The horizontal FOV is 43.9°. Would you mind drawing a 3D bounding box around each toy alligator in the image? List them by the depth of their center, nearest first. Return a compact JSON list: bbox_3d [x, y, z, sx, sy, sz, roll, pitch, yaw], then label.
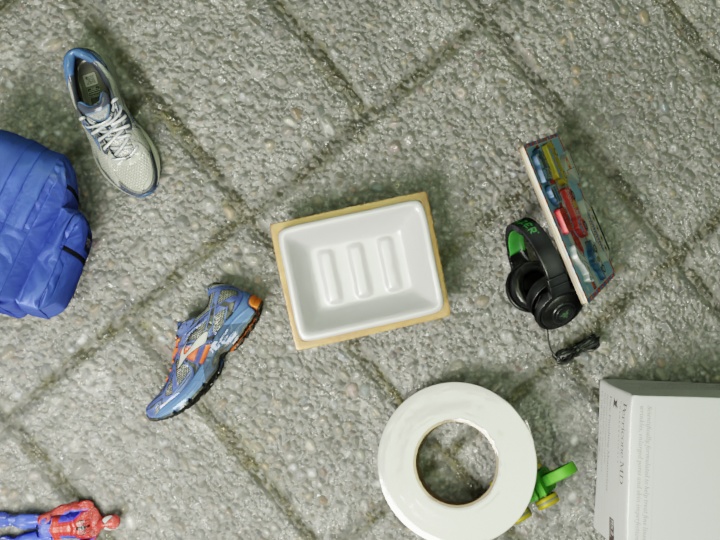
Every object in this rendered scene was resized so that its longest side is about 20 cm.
[{"bbox_3d":[0.186,0.295,1.144,0.199,0.054,0.060,-30,76,7],"label":"toy alligator"}]

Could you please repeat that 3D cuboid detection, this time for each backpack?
[{"bbox_3d":[-0.402,-0.051,1.055,0.167,0.162,0.202,18,77,-12],"label":"backpack"}]

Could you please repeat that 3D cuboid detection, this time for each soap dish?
[{"bbox_3d":[0.000,0.000,1.113,0.198,0.081,0.159,-12,92,-3],"label":"soap dish"}]

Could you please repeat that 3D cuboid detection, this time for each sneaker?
[{"bbox_3d":[-0.312,-0.181,1.091,0.077,0.085,0.201,-28,93,-2],"label":"sneaker"},{"bbox_3d":[-0.205,0.101,1.115,0.078,0.075,0.201,35,81,6],"label":"sneaker"}]

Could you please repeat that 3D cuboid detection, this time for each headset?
[{"bbox_3d":[0.241,0.025,1.114,0.093,0.124,0.201,-21,110,-8],"label":"headset"}]

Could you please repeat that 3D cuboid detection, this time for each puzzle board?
[{"bbox_3d":[0.262,-0.070,1.101,0.017,0.150,0.201,-21,93,32],"label":"puzzle board"}]

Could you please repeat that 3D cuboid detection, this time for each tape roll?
[{"bbox_3d":[0.122,0.240,1.119,0.201,0.037,0.205,-2,81,11],"label":"tape roll"}]

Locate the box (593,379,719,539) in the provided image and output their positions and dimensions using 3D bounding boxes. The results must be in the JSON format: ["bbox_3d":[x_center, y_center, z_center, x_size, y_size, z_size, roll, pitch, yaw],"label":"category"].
[{"bbox_3d":[0.408,0.244,1.115,0.198,0.131,0.201,2,90,-3],"label":"box"}]

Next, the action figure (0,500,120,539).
[{"bbox_3d":[-0.398,0.325,1.090,0.198,0.099,0.066,-6,92,-6],"label":"action figure"}]
